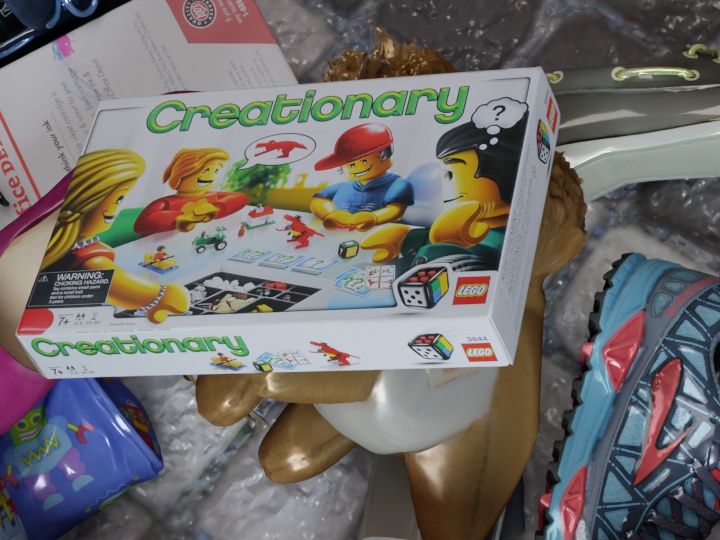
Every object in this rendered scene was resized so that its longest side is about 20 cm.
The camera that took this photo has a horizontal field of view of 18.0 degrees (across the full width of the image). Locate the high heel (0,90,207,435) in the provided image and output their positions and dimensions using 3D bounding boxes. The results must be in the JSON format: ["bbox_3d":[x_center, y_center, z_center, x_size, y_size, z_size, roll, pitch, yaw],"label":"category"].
[{"bbox_3d":[-0.122,-0.005,0.978,0.067,0.096,0.200,42,54,-20],"label":"high heel"}]

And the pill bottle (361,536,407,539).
[{"bbox_3d":[0.011,0.216,0.918,0.108,0.109,0.201,17,94,16],"label":"pill bottle"}]

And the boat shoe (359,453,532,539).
[{"bbox_3d":[0.043,0.112,1.039,0.063,0.073,0.201,32,64,-26],"label":"boat shoe"}]

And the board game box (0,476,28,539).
[{"bbox_3d":[-0.174,0.173,0.920,0.199,0.062,0.200,33,96,1],"label":"board game box"}]

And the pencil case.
[{"bbox_3d":[-0.192,0.107,1.059,0.199,0.078,0.087,-31,84,-4],"label":"pencil case"}]

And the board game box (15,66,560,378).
[{"bbox_3d":[-0.027,-0.018,0.903,0.199,0.035,0.127,-3,50,21],"label":"board game box"}]

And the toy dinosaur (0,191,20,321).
[{"bbox_3d":[-0.211,-0.013,1.045,0.101,0.058,0.200,-36,62,-5],"label":"toy dinosaur"}]

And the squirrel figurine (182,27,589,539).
[{"bbox_3d":[0.000,0.000,1.015,0.201,0.141,0.186,-59,31,-7],"label":"squirrel figurine"}]

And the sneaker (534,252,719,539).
[{"bbox_3d":[0.134,0.088,1.005,0.095,0.079,0.201,10,71,17],"label":"sneaker"}]

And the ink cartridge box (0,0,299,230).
[{"bbox_3d":[-0.123,-0.053,1.114,0.199,0.068,0.117,-27,66,-2],"label":"ink cartridge box"}]

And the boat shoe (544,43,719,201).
[{"bbox_3d":[0.147,-0.075,1.073,0.201,0.072,0.061,-9,73,11],"label":"boat shoe"}]

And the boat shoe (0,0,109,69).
[{"bbox_3d":[-0.163,-0.139,1.116,0.084,0.069,0.200,44,109,-3],"label":"boat shoe"}]
